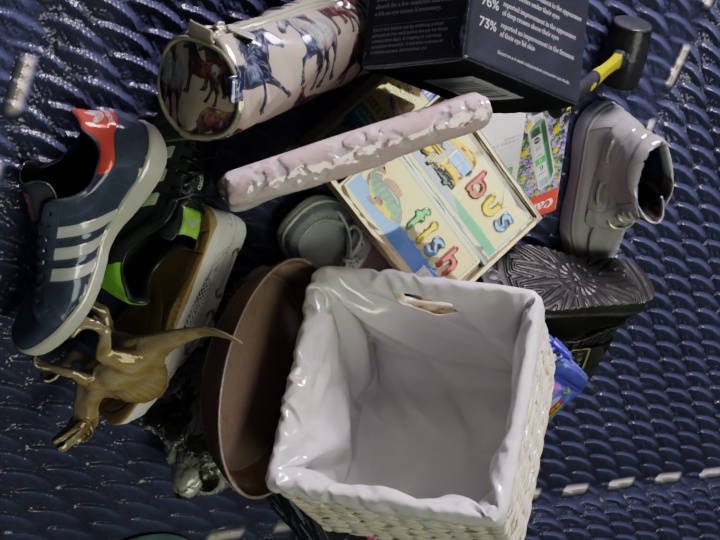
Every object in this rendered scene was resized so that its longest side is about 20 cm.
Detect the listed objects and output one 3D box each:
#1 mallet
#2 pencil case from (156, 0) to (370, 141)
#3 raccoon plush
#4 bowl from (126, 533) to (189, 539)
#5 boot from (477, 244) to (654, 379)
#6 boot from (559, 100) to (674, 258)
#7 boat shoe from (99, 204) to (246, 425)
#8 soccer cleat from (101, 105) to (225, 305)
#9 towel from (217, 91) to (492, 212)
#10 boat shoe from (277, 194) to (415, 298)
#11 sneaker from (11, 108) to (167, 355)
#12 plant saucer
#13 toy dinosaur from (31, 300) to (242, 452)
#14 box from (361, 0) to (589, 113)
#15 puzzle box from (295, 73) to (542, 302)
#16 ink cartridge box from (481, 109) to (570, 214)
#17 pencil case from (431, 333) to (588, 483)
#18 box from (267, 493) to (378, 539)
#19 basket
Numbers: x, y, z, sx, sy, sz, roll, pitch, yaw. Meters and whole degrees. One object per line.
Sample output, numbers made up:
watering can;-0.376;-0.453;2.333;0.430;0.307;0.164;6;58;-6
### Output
mallet;0.213;-0.182;1.451;0.200;0.041;0.066;-31;138;-60
pencil case;-0.058;-0.163;1.211;0.200;0.078;0.090;-31;152;-45
raccoon plush;-0.104;0.110;1.416;0.200;0.097;0.134;-45;148;-6
bowl;-0.198;0.355;1.508;0.201;0.105;0.201;-25;135;-27
boot;0.177;0.058;1.626;0.211;0.080;0.158;7;137;-29
boot;0.252;-0.063;1.592;0.073;0.096;0.200;-28;136;-23
boat shoe;-0.148;0.041;1.330;0.069;0.071;0.200;11;114;-50
soccer cleat;-0.139;-0.065;1.245;0.067;0.081;0.200;22;102;-49
towel;-0.012;-0.087;1.244;0.200;0.191;0.032;-20;93;-7
boat shoe;-0.001;0.002;1.436;0.074;0.065;0.202;-47;139;-4
sneaker;-0.226;-0.032;1.209;0.084;0.075;0.200;21;102;-38
plant saucer;-0.079;0.086;1.338;0.200;0.034;0.201;10;90;-67
toy dinosaur;-0.185;0.064;1.268;0.200;0.058;0.101;-35;117;29
box;0.096;-0.234;1.247;0.148;0.104;0.200;15;80;-47
puzzle box;0.054;-0.076;1.392;0.133;0.025;0.200;-43;114;-9
ink cartridge box;0.130;-0.079;1.503;0.109;0.050;0.200;-21;132;-30
pencil case;0.119;0.135;1.466;0.200;0.078;0.087;-45;169;-9
box;0.007;0.159;1.531;0.200;0.115;0.132;-36;138;-18
basket;0.050;0.120;1.355;0.161;0.198;0.200;60;40;-65
